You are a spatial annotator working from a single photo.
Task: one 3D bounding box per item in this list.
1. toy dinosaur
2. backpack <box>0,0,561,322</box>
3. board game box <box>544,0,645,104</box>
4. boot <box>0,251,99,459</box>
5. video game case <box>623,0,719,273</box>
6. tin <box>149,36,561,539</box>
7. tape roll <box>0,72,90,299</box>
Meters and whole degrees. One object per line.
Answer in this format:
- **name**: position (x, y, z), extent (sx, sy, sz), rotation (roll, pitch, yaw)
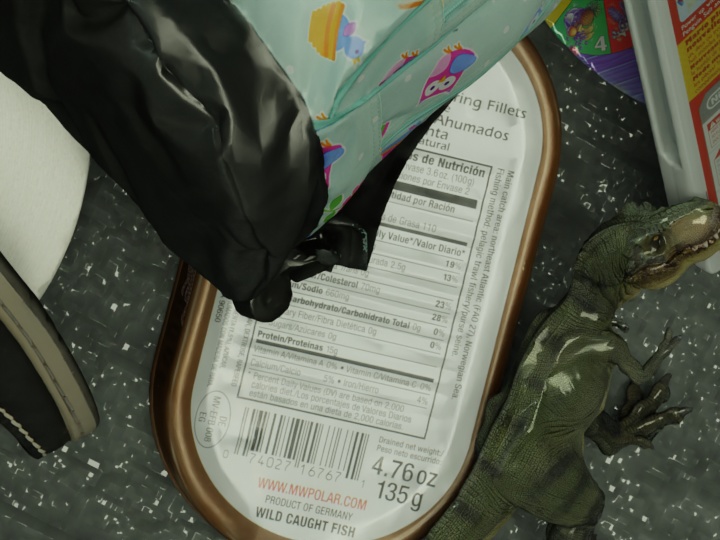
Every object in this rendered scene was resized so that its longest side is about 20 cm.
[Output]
- **toy dinosaur**: position (0.064, 0.063, 0.937), extent (0.088, 0.047, 0.200), rotation (23, 100, -47)
- **backpack**: position (-0.005, -0.107, 0.854), extent (0.200, 0.127, 0.167), rotation (-39, 84, -21)
- **board game box**: position (0.138, -0.145, 0.947), extent (0.158, 0.039, 0.200), rotation (29, 90, -11)
- **boot**: position (-0.179, 0.022, 0.832), extent (0.151, 0.073, 0.200), rotation (-42, 133, -5)
- **video game case**: position (0.137, -0.107, 0.882), extent (0.143, 0.017, 0.200), rotation (-41, 143, -18)
- **tin**: position (0.000, 0.000, 0.944), extent (0.112, 0.042, 0.200), rotation (13, 94, -15)
- **tape roll**: position (-0.185, -0.047, 0.906), extent (0.202, 0.037, 0.203), rotation (-1, 97, -9)
